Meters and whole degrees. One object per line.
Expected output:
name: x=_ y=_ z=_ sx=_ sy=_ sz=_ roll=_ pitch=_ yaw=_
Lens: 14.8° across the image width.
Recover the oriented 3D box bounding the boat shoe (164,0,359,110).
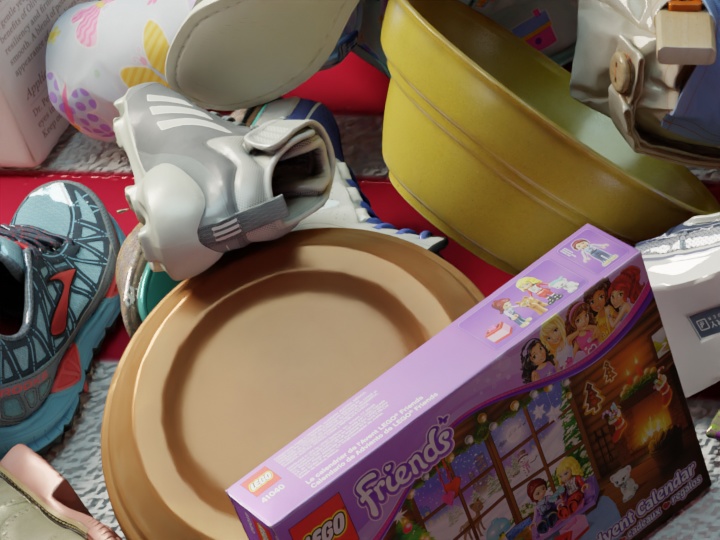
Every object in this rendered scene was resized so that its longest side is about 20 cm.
boat shoe: x=-0.034 y=-0.151 z=1.376 sx=0.202 sy=0.072 sz=0.061 roll=-44 pitch=31 yaw=45

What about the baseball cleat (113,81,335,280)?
baseball cleat: x=-0.066 y=-0.049 z=1.342 sx=0.106 sy=0.070 sz=0.200 roll=-16 pitch=25 yaw=-1

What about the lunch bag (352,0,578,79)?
lunch bag: x=0.065 y=-0.183 z=1.528 sx=0.200 sy=0.122 sz=0.170 roll=-37 pitch=44 yaw=-14

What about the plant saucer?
plant saucer: x=-0.025 y=0.064 z=1.257 sx=0.199 sy=0.037 sz=0.201 roll=-6 pitch=61 yaw=11

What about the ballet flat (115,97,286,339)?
ballet flat: x=-0.087 y=-0.016 z=1.449 sx=0.067 sy=0.068 sz=0.200 roll=-19 pitch=25 yaw=38

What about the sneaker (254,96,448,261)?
sneaker: x=0.000 y=0.001 z=1.368 sx=0.115 sy=0.081 sz=0.200 roll=-8 pitch=44 yaw=11

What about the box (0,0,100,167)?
box: x=-0.256 y=-0.185 z=1.650 sx=0.199 sy=0.172 sz=0.199 roll=2 pitch=41 yaw=28

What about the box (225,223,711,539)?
box: x=0.050 y=0.091 z=1.161 sx=0.200 sy=0.137 sz=0.039 roll=-36 pitch=38 yaw=-19

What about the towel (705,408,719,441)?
towel: x=0.258 y=0.022 z=1.245 sx=0.143 sy=0.023 sz=0.200 roll=10 pitch=46 yaw=35

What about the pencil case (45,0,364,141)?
pencil case: x=-0.087 y=-0.132 z=1.522 sx=0.200 sy=0.083 sz=0.091 roll=-16 pitch=23 yaw=44

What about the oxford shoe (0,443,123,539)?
oxford shoe: x=-0.134 y=0.150 z=1.248 sx=0.074 sy=0.071 sz=0.200 roll=-39 pitch=30 yaw=-11

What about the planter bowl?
planter bowl: x=0.073 y=-0.054 z=1.346 sx=0.084 sy=0.200 sz=0.200 roll=-54 pitch=35 yaw=12

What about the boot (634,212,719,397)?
boot: x=0.167 y=0.004 z=1.257 sx=0.199 sy=0.073 sz=0.090 roll=-12 pitch=23 yaw=41

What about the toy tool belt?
toy tool belt: x=0.209 y=-0.105 z=1.327 sx=0.199 sy=0.126 sz=0.123 roll=0 pitch=9 yaw=-21

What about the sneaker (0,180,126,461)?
sneaker: x=-0.171 y=0.006 z=1.422 sx=0.079 sy=0.096 sz=0.200 roll=-10 pitch=37 yaw=15
